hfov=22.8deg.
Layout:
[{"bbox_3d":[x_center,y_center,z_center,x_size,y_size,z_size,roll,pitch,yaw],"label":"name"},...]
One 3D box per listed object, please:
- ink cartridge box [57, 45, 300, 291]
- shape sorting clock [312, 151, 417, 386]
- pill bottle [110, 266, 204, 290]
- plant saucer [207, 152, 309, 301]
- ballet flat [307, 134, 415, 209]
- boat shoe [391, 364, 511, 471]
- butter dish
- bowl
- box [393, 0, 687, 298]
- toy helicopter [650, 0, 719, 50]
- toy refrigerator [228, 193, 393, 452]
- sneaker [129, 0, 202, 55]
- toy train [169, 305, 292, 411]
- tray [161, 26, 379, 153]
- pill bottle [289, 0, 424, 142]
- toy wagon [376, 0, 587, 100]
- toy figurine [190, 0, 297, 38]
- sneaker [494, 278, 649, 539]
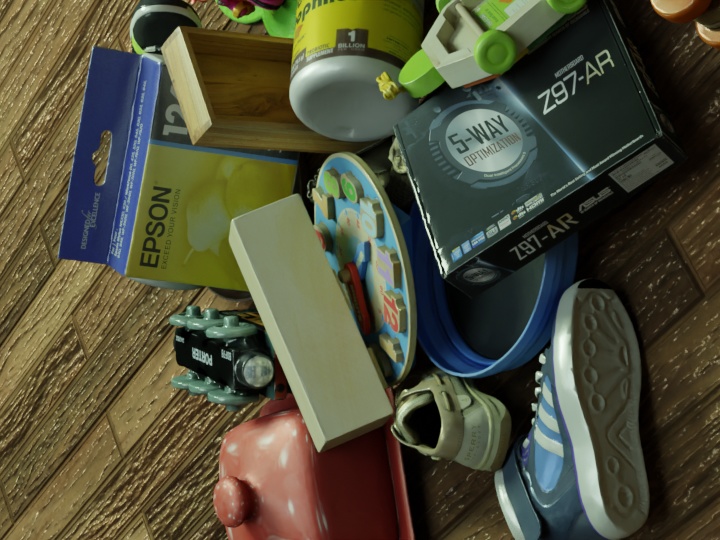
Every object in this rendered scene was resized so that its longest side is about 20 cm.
[{"bbox_3d":[-0.156,-0.088,1.602,0.047,0.198,0.199,-140,59,-63],"label":"ink cartridge box"},{"bbox_3d":[0.000,0.000,1.503,0.200,0.039,0.202,44,142,49],"label":"shape sorting clock"},{"bbox_3d":[-0.170,-0.093,1.684,0.111,0.111,0.202,34,115,44],"label":"pill bottle"},{"bbox_3d":[-0.108,-0.071,1.719,0.199,0.032,0.202,-1,89,51],"label":"plant saucer"},{"bbox_3d":[0.007,-0.083,1.539,0.200,0.046,0.068,-17,57,61],"label":"ballet flat"},{"bbox_3d":[0.059,0.116,1.452,0.200,0.064,0.073,-151,70,-71],"label":"boat shoe"},{"bbox_3d":[-0.063,0.198,1.573,0.199,0.147,0.201,-20,74,48],"label":"butter dish"},{"bbox_3d":[0.104,-0.014,1.438,0.200,0.039,0.203,-14,73,57],"label":"bowl"},{"bbox_3d":[0.131,-0.097,1.347,0.199,0.043,0.161,-33,50,22],"label":"box"},{"bbox_3d":[0.282,-0.255,1.240,0.199,0.079,0.133,-31,57,34],"label":"toy helicopter"},{"bbox_3d":[-0.041,0.044,1.500,0.076,0.069,0.201,113,134,-75],"label":"toy refrigerator"},{"bbox_3d":[-0.185,-0.176,1.743,0.201,0.071,0.083,92,171,-51],"label":"sneaker"},{"bbox_3d":[-0.102,0.075,1.619,0.200,0.113,0.086,-170,77,-65],"label":"toy train"},{"bbox_3d":[-0.070,-0.152,1.543,0.037,0.199,0.099,-41,60,42],"label":"tray"},{"bbox_3d":[0.000,-0.217,1.505,0.109,0.109,0.202,-32,45,45],"label":"pill bottle"},{"bbox_3d":[0.099,-0.194,1.381,0.200,0.040,0.155,-41,24,8],"label":"toy wagon"},{"bbox_3d":[-0.160,-0.297,1.665,0.151,0.183,0.201,-56,51,33],"label":"toy figurine"},{"bbox_3d":[0.146,0.119,1.377,0.146,0.080,0.202,-23,69,51],"label":"sneaker"}]
